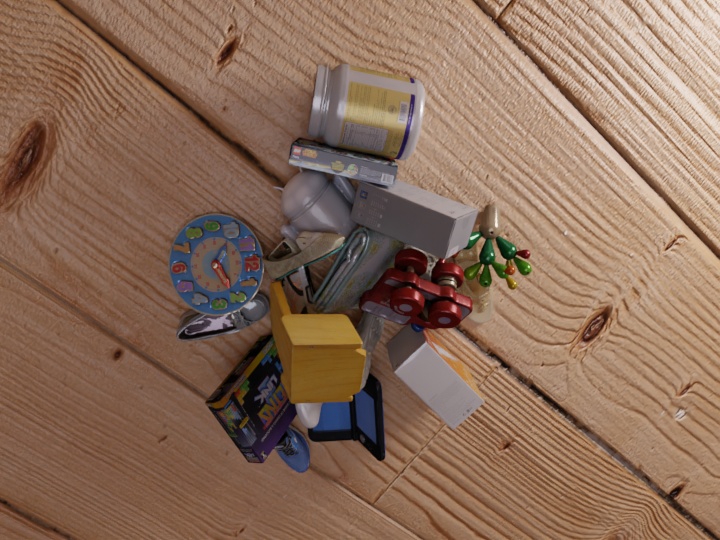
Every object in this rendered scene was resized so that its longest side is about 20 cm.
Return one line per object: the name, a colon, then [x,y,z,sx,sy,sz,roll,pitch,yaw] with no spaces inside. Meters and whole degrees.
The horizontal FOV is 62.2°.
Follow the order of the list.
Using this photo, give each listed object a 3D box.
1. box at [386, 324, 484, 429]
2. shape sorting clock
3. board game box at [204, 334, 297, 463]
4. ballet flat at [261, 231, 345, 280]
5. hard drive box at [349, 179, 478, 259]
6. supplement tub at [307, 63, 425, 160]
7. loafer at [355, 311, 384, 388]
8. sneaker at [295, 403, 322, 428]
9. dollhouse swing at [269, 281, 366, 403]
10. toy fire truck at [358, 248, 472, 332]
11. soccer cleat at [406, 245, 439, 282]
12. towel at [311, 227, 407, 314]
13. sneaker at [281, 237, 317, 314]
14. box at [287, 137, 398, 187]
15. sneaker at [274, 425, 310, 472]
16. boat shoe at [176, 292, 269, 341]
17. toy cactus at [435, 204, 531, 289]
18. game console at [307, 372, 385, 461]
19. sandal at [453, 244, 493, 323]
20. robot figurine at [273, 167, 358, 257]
box: [0.160,0.222,1.296,0.097,0.125,0.200,-42,109,10]
shape sorting clock: [-0.289,-0.012,1.196,0.194,0.039,0.207,0,91,-4]
board game box: [-0.206,0.264,1.243,0.056,0.201,0.167,-14,117,39]
ballet flat: [-0.115,-0.037,1.116,0.197,0.068,0.063,-25,108,35]
hard drive box: [0.102,-0.104,1.115,0.196,0.155,0.079,24,110,21]
supplement tub: [0.008,-0.290,1.087,0.194,0.146,0.149,9,109,-8]
loafer: [-0.001,0.149,1.261,0.068,0.070,0.204,12,72,30]
sneaker: [-0.091,0.235,1.269,0.078,0.070,0.207,4,90,24]
dollhouse swing: [-0.089,0.131,1.172,0.176,0.179,0.203,0,138,-8]
toy fire truck: [0.111,0.060,1.178,0.195,0.115,0.168,20,146,-15]
soccer cleat: [0.156,0.010,1.244,0.068,0.078,0.202,-30,109,6]
towel: [0.000,0.000,1.182,0.048,0.170,0.202,44,113,21]
sneaker: [-0.138,0.028,1.228,0.078,0.074,0.205,-11,109,3]
box: [-0.030,-0.203,1.110,0.194,0.137,0.041,12,106,-4]
sneaker: [-0.179,0.384,1.343,0.077,0.090,0.203,-28,110,7]
boat shoe: [-0.285,0.102,1.244,0.196,0.065,0.076,-13,111,-1]
toy cactus: [0.255,-0.052,1.204,0.194,0.102,0.170,8,76,5]
game console: [-0.037,0.316,1.321,0.116,0.170,0.206,-15,113,-27]
sandal: [0.241,0.033,1.264,0.076,0.070,0.217,-16,110,1]
robot figurine: [-0.077,-0.112,1.161,0.170,0.113,0.200,-45,108,-3]
